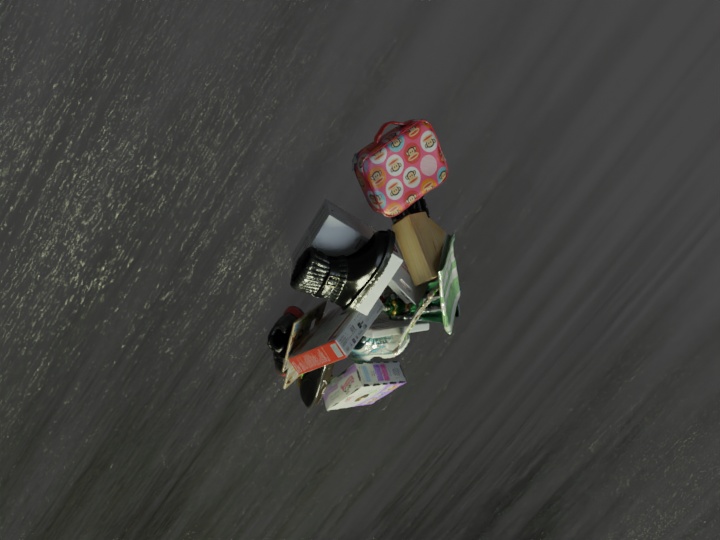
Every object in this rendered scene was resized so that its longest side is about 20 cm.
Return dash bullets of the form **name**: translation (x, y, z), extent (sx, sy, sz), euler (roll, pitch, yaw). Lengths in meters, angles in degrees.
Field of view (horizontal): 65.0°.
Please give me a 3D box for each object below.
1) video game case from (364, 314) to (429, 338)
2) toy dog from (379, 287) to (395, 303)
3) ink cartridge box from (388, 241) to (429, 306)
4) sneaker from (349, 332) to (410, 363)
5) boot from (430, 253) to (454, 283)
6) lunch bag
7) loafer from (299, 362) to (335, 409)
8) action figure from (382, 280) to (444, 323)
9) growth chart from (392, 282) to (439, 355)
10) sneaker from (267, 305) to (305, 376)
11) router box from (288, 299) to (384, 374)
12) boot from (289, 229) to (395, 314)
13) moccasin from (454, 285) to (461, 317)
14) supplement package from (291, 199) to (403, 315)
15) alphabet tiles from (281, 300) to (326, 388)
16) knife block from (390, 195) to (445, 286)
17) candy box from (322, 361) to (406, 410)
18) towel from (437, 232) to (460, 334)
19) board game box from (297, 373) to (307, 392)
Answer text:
- **video game case**: translation (0.053, 0.146, 1.504), extent (0.196, 0.180, 0.024), euler (-4, 96, -38)
- **toy dog**: translation (0.068, 0.032, 1.497), extent (0.197, 0.098, 0.133), euler (-27, 144, 3)
- **ink cartridge box**: translation (0.113, -0.007, 1.374), extent (0.116, 0.202, 0.066), euler (44, 136, -16)
- **sneaker**: translation (0.043, 0.198, 1.567), extent (0.196, 0.079, 0.087), euler (-22, 134, 20)
- **boot**: translation (0.185, 0.024, 1.537), extent (0.147, 0.070, 0.200), euler (-51, 180, 35)
- **lunch bag**: translation (0.084, -0.236, 1.239), extent (0.198, 0.082, 0.179), euler (-33, 115, -12)
- **loafer**: translation (-0.105, 0.294, 1.530), extent (0.070, 0.073, 0.203), euler (-7, 133, -40)
- **action figure**: translation (0.138, 0.090, 1.458), extent (0.195, 0.055, 0.122), euler (-5, 95, -19)
- **growth chart**: translation (0.135, 0.113, 1.352), extent (0.203, 0.018, 0.144), euler (-61, 169, 25)
- **sneaker**: translation (-0.191, 0.188, 1.391), extent (0.098, 0.070, 0.204), euler (-39, 149, -53)
- **router box**: translation (-0.056, 0.147, 1.350), extent (0.178, 0.049, 0.200), euler (-27, -165, 42)
- **boot**: translation (-0.036, -0.020, 1.159), extent (0.156, 0.080, 0.213), euler (28, 107, -19)
- **moccasin**: translation (0.269, 0.071, 1.692), extent (0.080, 0.068, 0.201), euler (-43, 143, -5)
- **supplement package**: translation (-0.032, -0.030, 1.260), extent (0.197, 0.111, 0.157), euler (29, 106, -20)
- **alphabet tiles**: translation (-0.145, 0.188, 1.400), extent (0.167, 0.007, 0.205), euler (-34, 142, -63)
- **knife block**: translation (0.115, -0.091, 1.324), extent (0.174, 0.203, 0.064), euler (35, 141, -23)
- **candy box**: translation (0.009, 0.335, 1.651), extent (0.197, 0.073, 0.167), euler (7, 143, -47)
- **towel**: translation (0.216, 0.033, 1.375), extent (0.154, 0.023, 0.204), euler (-65, 152, -47)
- **board game box**: translation (-0.124, 0.249, 1.553), extent (0.094, 0.030, 0.204), euler (-16, 130, -29)
